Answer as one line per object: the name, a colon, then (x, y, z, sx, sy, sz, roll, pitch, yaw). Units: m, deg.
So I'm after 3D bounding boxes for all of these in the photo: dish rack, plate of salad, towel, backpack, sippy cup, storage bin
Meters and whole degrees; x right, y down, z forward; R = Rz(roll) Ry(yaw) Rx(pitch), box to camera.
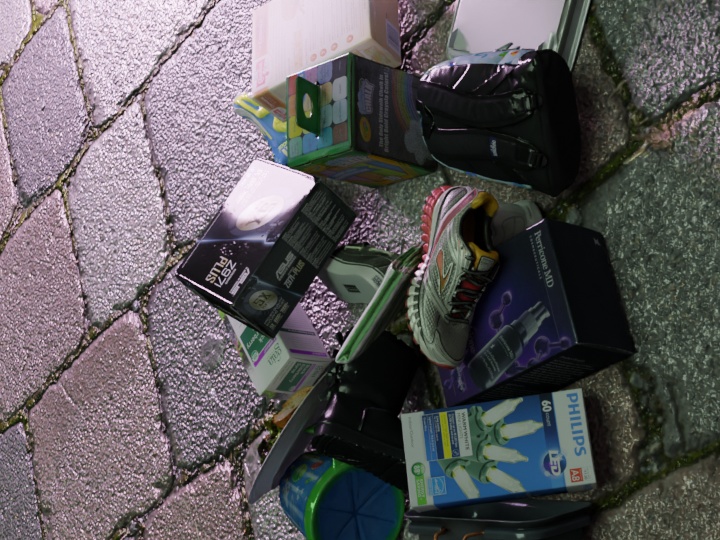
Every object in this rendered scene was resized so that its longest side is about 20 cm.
dish rack: (0.181, -0.310, 1.536, 0.199, 0.043, 0.174, 21, 98, 47)
plate of salad: (-0.093, 0.205, 1.637, 0.048, 0.200, 0.201, 31, 109, 9)
towel: (0.043, 0.021, 1.497, 0.023, 0.200, 0.153, 34, 119, 7)
backpack: (0.154, -0.178, 1.470, 0.198, 0.153, 0.165, 2, 113, 36)
sippy cup: (-0.034, 0.285, 1.601, 0.130, 0.139, 0.180, 15, 83, 58)
storage bin: (0.148, 0.325, 1.392, 0.199, 0.145, 0.136, -9, 86, 46)

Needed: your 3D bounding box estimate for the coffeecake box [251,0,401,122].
coffeecake box: (-0.048, -0.310, 1.713, 0.198, 0.073, 0.155, -21, 55, 30)

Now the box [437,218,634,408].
box: (0.181, 0.055, 1.421, 0.199, 0.104, 0.150, -33, 59, 39)

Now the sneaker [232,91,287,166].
sneaker: (-0.117, -0.192, 1.813, 0.199, 0.075, 0.106, 14, 94, 47)

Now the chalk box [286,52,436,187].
chalk box: (-0.015, -0.187, 1.608, 0.123, 0.199, 0.126, -11, 75, 45)

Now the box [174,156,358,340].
box: (-0.125, -0.032, 1.684, 0.201, 0.086, 0.163, -55, 37, -8)

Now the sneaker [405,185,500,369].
sneaker: (0.103, 0.005, 1.383, 0.082, 0.077, 0.203, -2, 79, 46)

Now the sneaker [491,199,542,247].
sneaker: (0.123, -0.018, 1.517, 0.200, 0.080, 0.076, -46, 54, 34)

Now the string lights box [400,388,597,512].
string lights box: (0.149, 0.195, 1.390, 0.197, 0.059, 0.104, -10, 72, 10)

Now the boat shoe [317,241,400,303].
boat shoe: (0.000, 0.000, 1.661, 0.064, 0.071, 0.199, -44, 25, -17)

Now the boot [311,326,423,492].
boot: (0.040, 0.166, 1.551, 0.074, 0.196, 0.164, 122, 169, -54)

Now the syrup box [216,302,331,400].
syrup box: (-0.126, 0.077, 1.767, 0.079, 0.081, 0.201, -52, 48, 26)
